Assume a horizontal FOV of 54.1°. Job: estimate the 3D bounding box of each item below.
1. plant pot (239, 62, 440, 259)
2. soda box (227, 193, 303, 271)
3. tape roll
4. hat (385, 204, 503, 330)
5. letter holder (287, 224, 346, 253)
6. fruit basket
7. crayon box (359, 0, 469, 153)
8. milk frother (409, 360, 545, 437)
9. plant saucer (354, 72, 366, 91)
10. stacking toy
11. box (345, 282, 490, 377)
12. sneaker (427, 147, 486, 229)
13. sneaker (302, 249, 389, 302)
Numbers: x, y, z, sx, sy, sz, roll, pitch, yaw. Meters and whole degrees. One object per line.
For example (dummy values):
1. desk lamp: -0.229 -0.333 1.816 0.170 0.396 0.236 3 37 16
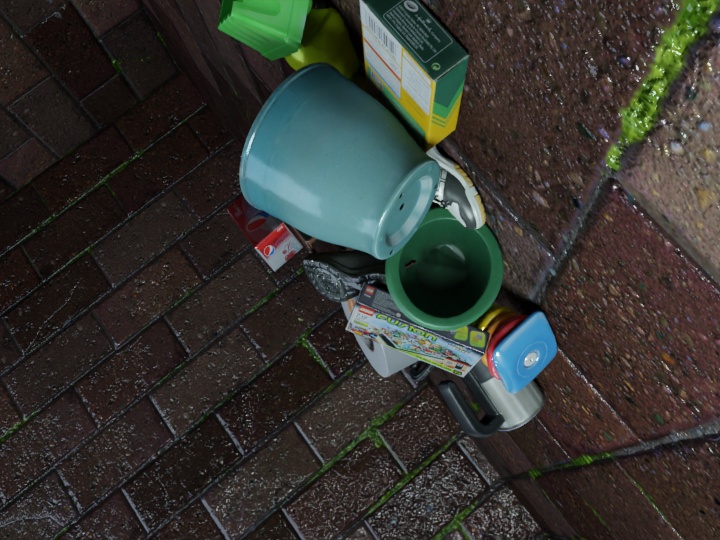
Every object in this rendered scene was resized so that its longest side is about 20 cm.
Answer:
1. plant pot: -0.012 -0.117 0.861 0.187 0.201 0.201 34 167 19
2. soda box: -0.174 -0.079 1.259 0.064 0.070 0.200 51 176 -35
3. tape roll: 0.027 0.077 1.205 0.202 0.065 0.201 59 165 25
4. hat: 0.118 0.001 1.064 0.165 0.200 0.176 41 169 3
5. letter holder: -0.088 -0.111 1.208 0.200 0.100 0.142 49 174 28
6. fruit basket: -0.083 -0.344 0.952 0.212 0.158 0.216 12 -171 -2
7. crayon box: 0.058 -0.223 0.808 0.126 0.051 0.200 51 172 13
8. milk frother: 0.212 0.203 1.345 0.189 0.180 0.200 55 170 -13
9. plant saucer: -0.060 -0.213 1.064 0.048 0.201 0.201 -12 -126 -46
10. stacking toy: 0.201 0.088 1.109 0.200 0.109 0.117 41 167 48
11. box: 0.081 0.090 1.046 0.197 0.035 0.110 22 152 1
12. sneaker: 0.086 -0.124 0.964 0.201 0.087 0.076 51 171 5
13. sneaker: 0.000 0.000 1.099 0.197 0.091 0.077 11 132 30
